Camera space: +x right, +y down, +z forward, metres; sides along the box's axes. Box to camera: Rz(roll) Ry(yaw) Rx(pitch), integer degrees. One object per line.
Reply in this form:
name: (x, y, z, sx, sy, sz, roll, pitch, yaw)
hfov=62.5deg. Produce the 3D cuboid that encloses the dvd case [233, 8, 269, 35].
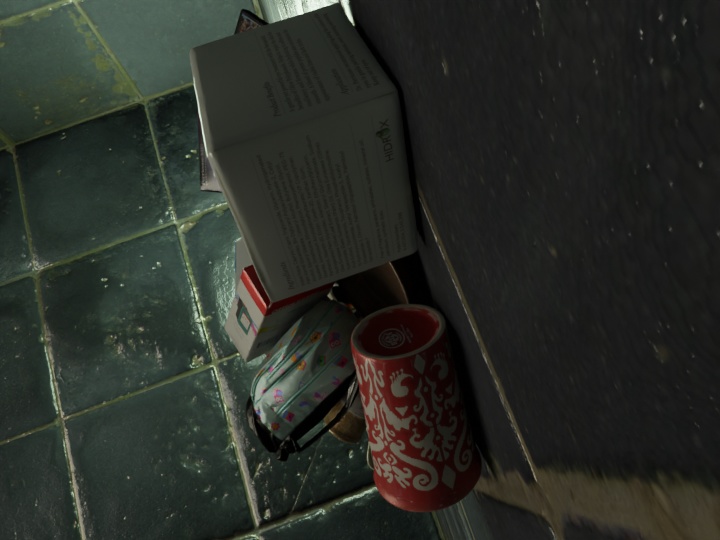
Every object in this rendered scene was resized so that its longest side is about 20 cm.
dvd case: (-0.155, -0.246, 0.847, 0.142, 0.017, 0.202, 42, 121, 30)

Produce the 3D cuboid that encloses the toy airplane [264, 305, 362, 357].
toy airplane: (-0.062, 0.114, 0.983, 0.141, 0.196, 0.203, -83, 8, -72)

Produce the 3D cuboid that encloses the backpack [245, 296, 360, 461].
backpack: (-0.066, 0.138, 0.818, 0.126, 0.200, 0.167, 39, -153, -5)

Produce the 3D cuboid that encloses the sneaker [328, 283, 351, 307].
sneaker: (-0.040, 0.054, 1.069, 0.093, 0.070, 0.201, 42, 158, 34)

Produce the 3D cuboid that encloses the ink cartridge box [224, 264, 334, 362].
ink cartridge box: (-0.108, 0.035, 0.816, 0.068, 0.115, 0.201, 53, 143, 17)

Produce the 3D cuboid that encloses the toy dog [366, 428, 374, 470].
toy dog: (0.062, 0.221, 1.001, 0.200, 0.137, 0.197, -127, 26, -83)

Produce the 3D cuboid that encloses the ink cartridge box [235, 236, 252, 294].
ink cartridge box: (-0.146, 0.022, 1.163, 0.199, 0.085, 0.148, 31, -141, -41)

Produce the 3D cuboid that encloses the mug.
mug: (0.045, 0.148, 0.694, 0.176, 0.133, 0.203, 14, 128, 44)

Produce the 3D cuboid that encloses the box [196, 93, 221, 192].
box: (-0.158, -0.222, 0.948, 0.196, 0.122, 0.204, 10, 104, 40)

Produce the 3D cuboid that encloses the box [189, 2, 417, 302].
box: (-0.057, -0.121, 0.608, 0.202, 0.169, 0.200, 77, 173, -46)

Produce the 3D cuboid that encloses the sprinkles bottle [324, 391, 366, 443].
sprinkles bottle: (0.018, 0.161, 0.887, 0.068, 0.202, 0.068, 28, -164, -9)

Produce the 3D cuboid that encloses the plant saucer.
plant saucer: (0.013, -0.004, 0.771, 0.200, 0.036, 0.202, 46, 157, 26)
